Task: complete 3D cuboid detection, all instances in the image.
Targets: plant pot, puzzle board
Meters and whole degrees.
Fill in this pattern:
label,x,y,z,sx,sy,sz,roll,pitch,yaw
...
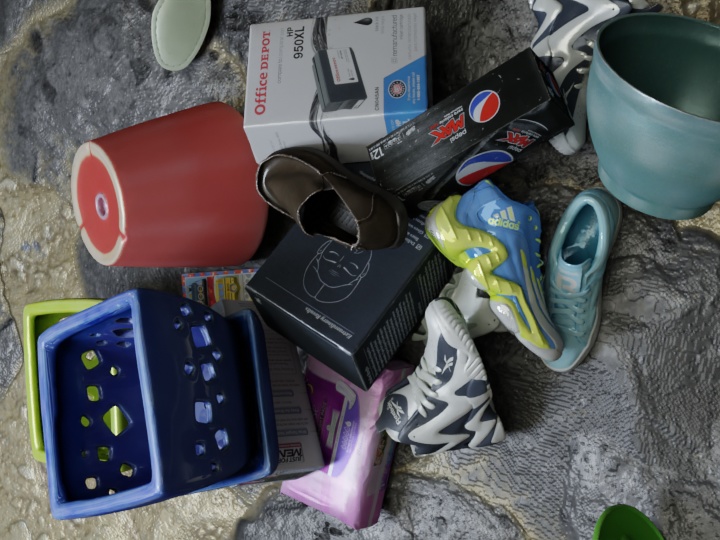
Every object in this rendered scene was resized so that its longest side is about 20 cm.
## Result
label,x,y,z,sx,sy,sz,roll,pitch,yaw
plant pot,-0.201,0.139,1.047,0.199,0.179,0.202,-22,71,41
plant pot,0.299,-0.135,0.958,0.199,0.200,0.135,32,133,23
puzzle board,-0.162,0.101,1.299,0.149,0.017,0.203,-4,91,28
plant pot,-0.232,-0.090,1.200,0.199,0.176,0.203,19,115,48
plant pot,-0.285,0.131,1.258,0.199,0.180,0.202,-3,90,43

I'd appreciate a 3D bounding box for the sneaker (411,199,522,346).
label,x,y,z,sx,sy,sz,roll,pitch,yaw
sneaker,0.141,0.019,1.108,0.088,0.074,0.201,35,115,13

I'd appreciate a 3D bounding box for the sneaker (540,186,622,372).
label,x,y,z,sx,sy,sz,roll,pitch,yaw
sneaker,0.216,0.010,1.055,0.073,0.082,0.202,14,99,27

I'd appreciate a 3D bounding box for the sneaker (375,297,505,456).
label,x,y,z,sx,sy,sz,roll,pitch,yaw
sneaker,0.068,0.125,1.068,0.128,0.200,0.080,-21,44,2

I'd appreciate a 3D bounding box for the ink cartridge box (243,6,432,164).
label,x,y,z,sx,sy,sz,roll,pitch,yaw
ink cartridge box,-0.022,-0.198,1.108,0.197,0.084,0.146,-4,61,8

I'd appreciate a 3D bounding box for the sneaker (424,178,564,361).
label,x,y,z,sx,sy,sz,roll,pitch,yaw
sneaker,0.160,-0.007,1.023,0.105,0.076,0.200,-41,98,2

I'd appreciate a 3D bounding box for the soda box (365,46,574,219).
label,x,y,z,sx,sy,sz,roll,pitch,yaw
soda box,0.107,-0.133,1.016,0.199,0.063,0.071,-29,59,24

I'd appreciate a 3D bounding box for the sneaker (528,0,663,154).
label,x,y,z,sx,sy,sz,roll,pitch,yaw
sneaker,0.244,-0.225,1.030,0.129,0.079,0.202,-6,80,37

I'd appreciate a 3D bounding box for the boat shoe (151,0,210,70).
label,x,y,z,sx,sy,sz,roll,pitch,yaw
boat shoe,-0.223,-0.357,1.287,0.071,0.061,0.203,8,110,-17

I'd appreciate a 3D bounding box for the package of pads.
label,x,y,z,sx,sy,sz,roll,pitch,yaw
package of pads,-0.018,0.188,1.192,0.119,0.075,0.202,17,100,28

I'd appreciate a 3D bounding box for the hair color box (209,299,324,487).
label,x,y,z,sx,sy,sz,roll,pitch,yaw
hair color box,-0.116,0.138,1.159,0.060,0.098,0.202,-32,65,39

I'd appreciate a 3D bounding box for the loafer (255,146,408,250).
label,x,y,z,sx,sy,sz,roll,pitch,yaw
loafer,-0.043,-0.074,1.026,0.199,0.071,0.074,23,117,37

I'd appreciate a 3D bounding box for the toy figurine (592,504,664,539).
label,x,y,z,sx,sy,sz,roll,pitch,yaw
toy figurine,0.233,0.360,1.060,0.183,0.150,0.201,-31,103,39

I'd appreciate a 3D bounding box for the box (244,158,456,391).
label,x,y,z,sx,sy,sz,roll,pitch,yaw
box,0.000,0.000,1.107,0.148,0.107,0.201,31,72,23
